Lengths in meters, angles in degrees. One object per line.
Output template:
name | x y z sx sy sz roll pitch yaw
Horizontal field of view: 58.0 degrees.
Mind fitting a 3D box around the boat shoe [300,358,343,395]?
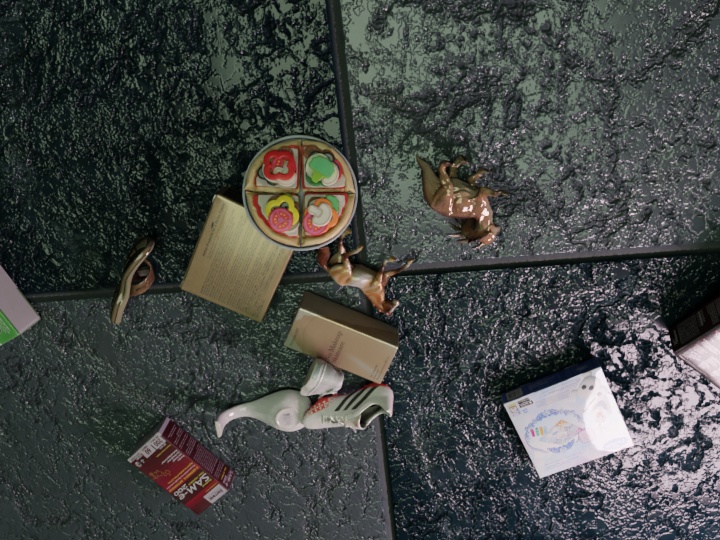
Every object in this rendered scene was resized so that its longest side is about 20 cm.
boat shoe | -0.067 0.205 1.221 0.068 0.200 0.072 23 68 -3

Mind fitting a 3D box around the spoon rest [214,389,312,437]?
spoon rest | -0.197 0.295 1.337 0.199 0.061 0.100 -7 114 -7

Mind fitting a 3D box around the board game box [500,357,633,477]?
board game box | 0.411 0.296 1.292 0.199 0.043 0.200 -24 108 13

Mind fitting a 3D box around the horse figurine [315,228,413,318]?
horse figurine | 0.000 0.000 1.189 0.199 0.050 0.133 23 133 -14

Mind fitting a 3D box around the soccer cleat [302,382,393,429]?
soccer cleat | -0.026 0.284 1.290 0.199 0.085 0.069 -22 131 10

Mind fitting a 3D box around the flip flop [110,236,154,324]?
flip flop | -0.423 0.021 1.227 0.057 0.081 0.201 18 115 -22

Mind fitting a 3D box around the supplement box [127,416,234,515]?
supplement box | -0.382 0.420 1.392 0.109 0.061 0.200 -42 105 18

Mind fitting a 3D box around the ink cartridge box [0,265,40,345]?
ink cartridge box | -0.764 0.093 1.273 0.199 0.083 0.147 -27 107 15

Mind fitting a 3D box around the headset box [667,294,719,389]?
headset box | 0.683 0.113 1.153 0.149 0.077 0.200 35 126 -10

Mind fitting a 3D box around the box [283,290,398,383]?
box | -0.035 0.126 1.236 0.199 0.078 0.095 21 113 -5

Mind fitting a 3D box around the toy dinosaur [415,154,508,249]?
toy dinosaur | 0.166 -0.116 1.123 0.199 0.086 0.136 27 119 -1

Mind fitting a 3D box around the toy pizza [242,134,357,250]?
toy pizza | -0.102 -0.135 1.114 0.199 0.032 0.201 0 88 -7

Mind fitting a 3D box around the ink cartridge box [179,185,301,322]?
ink cartridge box | -0.214 -0.029 1.187 0.164 0.075 0.201 25 111 -5
